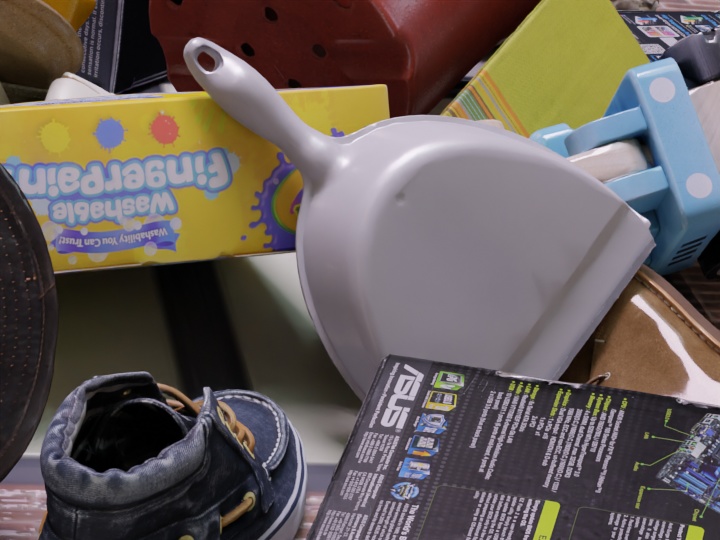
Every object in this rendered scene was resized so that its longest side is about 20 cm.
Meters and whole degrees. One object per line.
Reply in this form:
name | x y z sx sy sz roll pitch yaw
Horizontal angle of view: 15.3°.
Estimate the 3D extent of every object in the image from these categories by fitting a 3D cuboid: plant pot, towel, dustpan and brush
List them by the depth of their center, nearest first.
dustpan and brush | 0.008 -0.028 1.101 0.200 0.140 0.057 42 -13 -22
towel | 0.089 -0.074 1.330 0.018 0.086 0.200 -22 18 40
plant pot | 0.001 -0.161 1.386 0.201 0.201 0.195 17 45 20

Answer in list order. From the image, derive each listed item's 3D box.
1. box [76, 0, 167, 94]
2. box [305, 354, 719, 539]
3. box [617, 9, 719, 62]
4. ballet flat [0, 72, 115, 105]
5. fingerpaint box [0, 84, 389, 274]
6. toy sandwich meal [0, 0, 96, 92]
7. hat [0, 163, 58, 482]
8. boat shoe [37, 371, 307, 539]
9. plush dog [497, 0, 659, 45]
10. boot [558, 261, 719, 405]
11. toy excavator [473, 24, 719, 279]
box | -0.169 -0.188 1.504 0.200 0.104 0.148 21 27 27
box | 0.077 0.114 0.944 0.193 0.048 0.200 10 36 10
box | 0.211 -0.090 1.475 0.159 0.046 0.200 -2 26 -21
ballet flat | -0.164 -0.068 1.291 0.200 0.062 0.067 7 43 1
fingerpaint box | -0.110 -0.038 1.162 0.200 0.073 0.167 -6 3 -27
toy sandwich meal | -0.220 -0.137 1.319 0.205 0.070 0.205 9 -17 3
hat | -0.212 0.032 1.023 0.200 0.201 0.081 8 -15 1
boat shoe | -0.064 0.070 0.991 0.071 0.091 0.200 13 25 12
plush dog | 0.071 -0.224 1.562 0.160 0.172 0.200 -14 29 -39
boot | 0.108 0.048 1.126 0.200 0.074 0.075 29 42 35
toy excavator | 0.106 -0.039 1.236 0.200 0.100 0.194 -19 -12 -7
